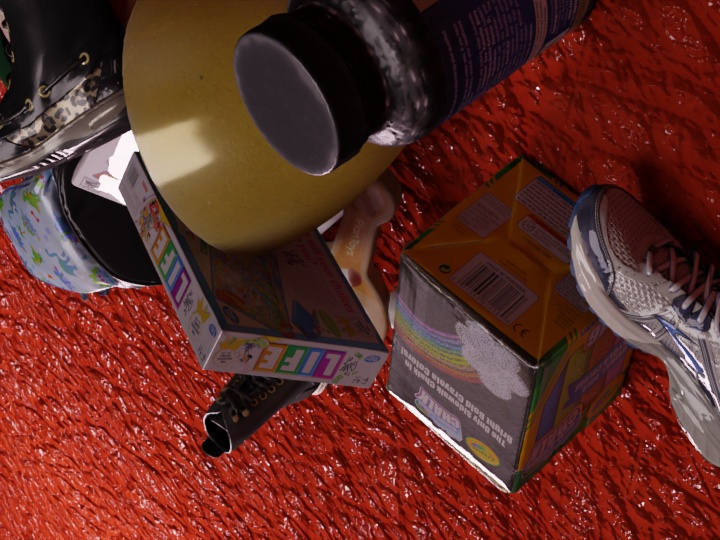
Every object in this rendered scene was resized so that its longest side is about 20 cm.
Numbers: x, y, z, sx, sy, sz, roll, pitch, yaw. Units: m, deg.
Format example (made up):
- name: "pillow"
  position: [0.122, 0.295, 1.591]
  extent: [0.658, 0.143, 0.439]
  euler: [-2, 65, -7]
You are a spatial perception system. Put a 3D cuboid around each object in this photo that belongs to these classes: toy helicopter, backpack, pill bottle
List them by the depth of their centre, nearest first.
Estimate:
- name: "pill bottle"
  position: [0.031, -0.139, 0.879]
  extent: [0.112, 0.199, 0.112]
  euler: [38, 149, 28]
- name: "toy helicopter"
  position: [0.000, 0.000, 1.211]
  extent: [0.131, 0.079, 0.201]
  euler: [25, 137, 7]
- name: "backpack"
  position: [-0.266, -0.054, 1.544]
  extent: [0.164, 0.153, 0.200]
  euler: [59, 171, -20]

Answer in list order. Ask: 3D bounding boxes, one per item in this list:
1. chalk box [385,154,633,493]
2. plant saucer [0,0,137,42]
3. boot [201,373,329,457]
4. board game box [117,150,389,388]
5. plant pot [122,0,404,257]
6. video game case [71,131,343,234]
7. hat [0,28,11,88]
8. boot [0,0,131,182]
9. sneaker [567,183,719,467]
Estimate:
- name: "chalk box"
  position: [0.102, 0.051, 1.074]
  extent: [0.124, 0.124, 0.201]
  euler: [39, 151, 23]
- name: "plant saucer"
  position: [-0.208, -0.219, 1.187]
  extent: [0.199, 0.051, 0.203]
  euler: [11, 112, 28]
- name: "boot"
  position: [-0.072, 0.078, 1.364]
  extent: [0.077, 0.138, 0.201]
  euler: [41, 150, 23]
- name: "board game box"
  position: [-0.077, -0.003, 1.111]
  extent: [0.034, 0.133, 0.201]
  euler: [-61, 39, 27]
- name: "plant pot"
  position: [-0.039, -0.123, 1.054]
  extent: [0.141, 0.200, 0.201]
  euler: [-15, 111, 34]
- name: "video game case"
  position: [-0.119, -0.070, 1.276]
  extent: [0.198, 0.024, 0.182]
  euler: [22, 157, -15]
- name: "hat"
  position: [-0.207, -0.207, 1.381]
  extent: [0.200, 0.175, 0.167]
  euler: [-45, 61, 29]
- name: "boot"
  position: [-0.243, -0.153, 1.162]
  extent: [0.202, 0.073, 0.155]
  euler: [-20, 93, 32]
- name: "sneaker"
  position: [0.205, 0.023, 0.948]
  extent: [0.200, 0.077, 0.085]
  euler: [51, 144, -10]
